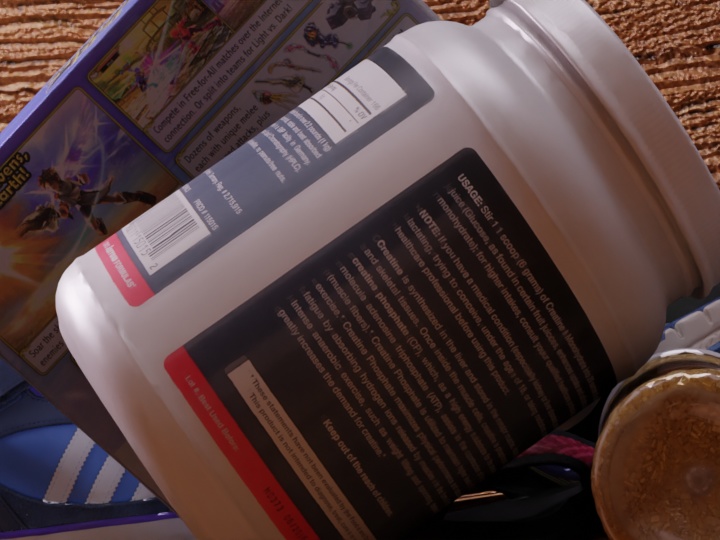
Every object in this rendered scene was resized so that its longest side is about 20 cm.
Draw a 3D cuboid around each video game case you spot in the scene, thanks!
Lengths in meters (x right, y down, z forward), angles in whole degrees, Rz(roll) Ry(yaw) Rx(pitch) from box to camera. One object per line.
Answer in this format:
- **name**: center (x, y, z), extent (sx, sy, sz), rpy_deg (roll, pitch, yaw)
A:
- **video game case**: center (-0.038, -0.018, 0.890), extent (0.200, 0.181, 0.045), rpy_deg (-46, 14, 0)

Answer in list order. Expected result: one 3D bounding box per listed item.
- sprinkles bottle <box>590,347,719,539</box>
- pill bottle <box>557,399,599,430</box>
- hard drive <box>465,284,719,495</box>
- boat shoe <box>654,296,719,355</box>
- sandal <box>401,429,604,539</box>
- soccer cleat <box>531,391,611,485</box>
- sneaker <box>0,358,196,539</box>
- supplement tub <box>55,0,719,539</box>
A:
- **sprinkles bottle**: center (0.114, 0.064, 0.823), extent (0.068, 0.068, 0.200), rpy_deg (-7, -1, 7)
- **pill bottle**: center (0.000, 0.000, 0.986), extent (0.199, 0.114, 0.114), rpy_deg (9, -6, -19)
- **hard drive**: center (0.071, 0.060, 1.137), extent (0.199, 0.033, 0.140), rpy_deg (-7, -32, -23)
- **boat shoe**: center (0.190, 0.030, 0.989), extent (0.200, 0.073, 0.072), rpy_deg (-25, -5, -26)
- **sandal**: center (0.067, 0.082, 0.941), extent (0.200, 0.045, 0.075), rpy_deg (-6, 0, -43)
- **soccer cleat**: center (0.156, 0.060, 1.053), extent (0.200, 0.065, 0.084), rpy_deg (-14, -20, 21)
- **sneaker**: center (-0.103, 0.050, 1.000), extent (0.199, 0.147, 0.081), rpy_deg (-7, -5, -2)
- **supplement tub**: center (0.012, 0.006, 0.808), extent (0.200, 0.141, 0.140), rpy_deg (-35, 0, -3)
